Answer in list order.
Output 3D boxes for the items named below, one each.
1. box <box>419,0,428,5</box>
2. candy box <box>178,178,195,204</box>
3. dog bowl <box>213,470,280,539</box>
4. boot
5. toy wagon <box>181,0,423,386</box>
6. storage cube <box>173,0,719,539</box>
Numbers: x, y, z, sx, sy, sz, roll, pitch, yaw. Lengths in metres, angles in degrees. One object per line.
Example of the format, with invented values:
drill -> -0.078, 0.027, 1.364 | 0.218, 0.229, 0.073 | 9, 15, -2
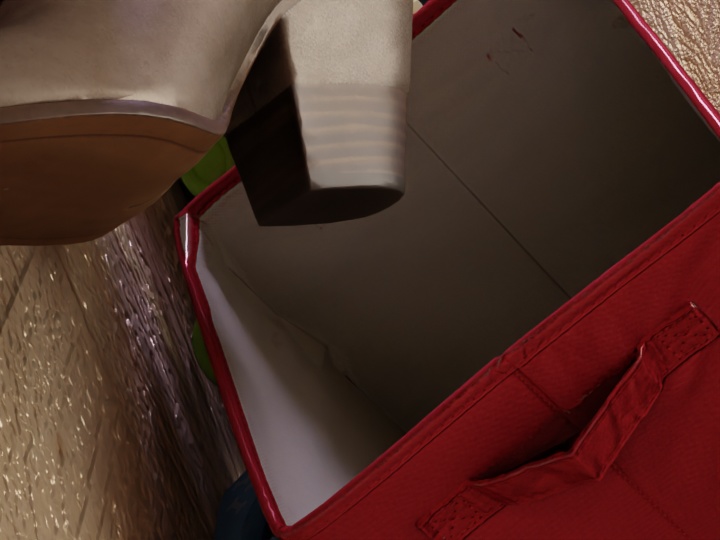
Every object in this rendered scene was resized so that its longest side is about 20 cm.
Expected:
box -> -0.044, -0.221, 1.147 | 0.200, 0.104, 0.149 | 62, 12, -53
candy box -> -0.019, -0.027, 0.989 | 0.168, 0.071, 0.201 | -96, 166, -56
dog bowl -> -0.004, 0.117, 0.747 | 0.112, 0.049, 0.200 | 51, 13, -15
boot -> -0.063, -0.085, 0.565 | 0.199, 0.070, 0.147 | 2, 68, -48
toy wagon -> 0.000, 0.000, 0.861 | 0.155, 0.039, 0.201 | -20, 112, -48
storage cube -> 0.070, 0.030, 0.732 | 0.180, 0.171, 0.200 | 44, 12, -35
